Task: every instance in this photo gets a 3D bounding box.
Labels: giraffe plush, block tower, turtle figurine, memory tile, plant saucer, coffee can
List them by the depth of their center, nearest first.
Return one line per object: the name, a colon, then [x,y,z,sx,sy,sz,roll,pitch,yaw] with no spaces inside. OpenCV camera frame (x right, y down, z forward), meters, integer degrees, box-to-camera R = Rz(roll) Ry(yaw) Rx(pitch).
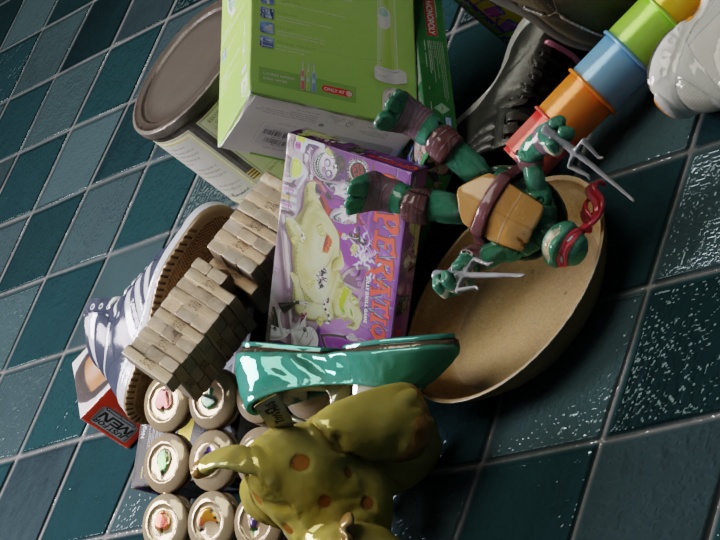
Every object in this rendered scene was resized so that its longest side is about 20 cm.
giraffe plush: [-0.007,0.183,1.519,0.173,0.200,0.162,-30,67,16]
turtle figurine: [0.093,-0.045,1.550,0.200,0.101,0.150,27,86,23]
plant saucer: [0.117,0.021,1.618,0.200,0.035,0.200,-37,32,28]
memory tile: [-0.098,0.149,1.718,0.200,0.017,0.153,-8,76,36]
block tower: [-0.103,0.012,1.738,0.054,0.058,0.200,31,74,31]
coffee can: [-0.079,-0.125,1.917,0.146,0.200,0.146,-37,31,27]

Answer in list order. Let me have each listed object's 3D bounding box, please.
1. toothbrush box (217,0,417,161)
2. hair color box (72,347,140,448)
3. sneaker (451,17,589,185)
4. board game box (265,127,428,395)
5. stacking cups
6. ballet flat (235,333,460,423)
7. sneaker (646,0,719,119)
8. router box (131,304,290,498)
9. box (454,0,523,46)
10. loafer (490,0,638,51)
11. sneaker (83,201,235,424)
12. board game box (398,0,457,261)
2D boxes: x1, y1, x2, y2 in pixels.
toothbrush box: [-0.036,-0.189,1.793,0.086,0.146,0.200,127,148,-53]
hair color box: [-0.178,0.059,2.009,0.200,0.061,0.102,-47,29,14]
sneaker: [0.142,-0.134,1.730,0.200,0.071,0.099,-52,26,16]
board game box: [-0.014,0.000,1.680,0.120,0.032,0.200,17,112,28]
stacking cups: [0.190,-0.155,1.663,0.200,0.061,0.061,-43,28,7]
ballet flat: [-0.009,0.085,1.622,0.200,0.067,0.070,-4,83,35]
sneaker: [0.290,-0.198,1.582,0.092,0.076,0.200,7,70,50]
router box: [-0.119,0.088,1.829,0.157,0.052,0.200,-12,66,52]
box: [0.142,-0.306,1.786,0.193,0.200,0.122,-14,46,50]
loafer: [0.158,-0.221,1.666,0.070,0.200,0.075,-3,74,63]
sneaker: [-0.171,0.018,1.825,0.108,0.070,0.200,42,113,52]
board game box: [0.044,-0.123,1.814,0.135,0.029,0.200,110,162,-46]
